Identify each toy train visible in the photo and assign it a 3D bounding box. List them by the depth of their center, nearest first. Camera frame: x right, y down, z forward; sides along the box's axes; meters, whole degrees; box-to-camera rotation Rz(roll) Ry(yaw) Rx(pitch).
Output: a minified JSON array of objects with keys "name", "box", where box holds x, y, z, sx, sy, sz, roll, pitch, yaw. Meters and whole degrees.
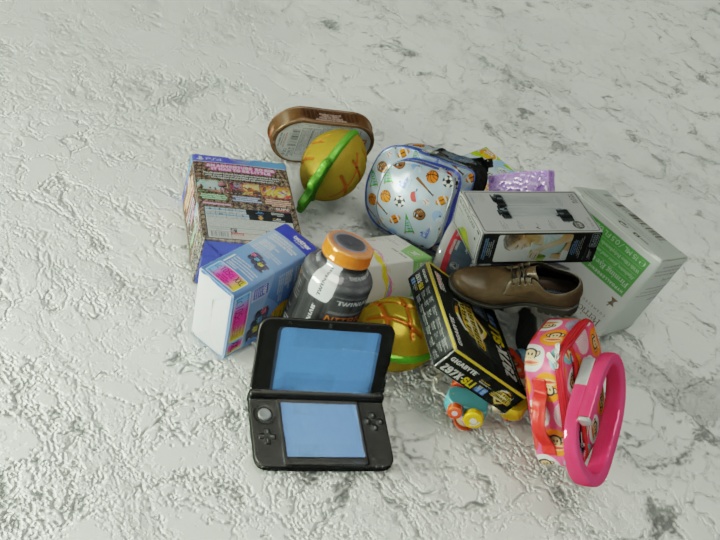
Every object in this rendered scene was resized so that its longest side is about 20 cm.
[{"name":"toy train","box":[0.189,0.182,1.439,0.199,0.056,0.150,-9,42,-30]}]

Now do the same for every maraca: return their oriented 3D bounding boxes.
[{"name":"maraca","box":[0.069,0.091,1.436,0.137,0.107,0.200,36,35,30]},{"name":"maraca","box":[-0.055,-0.172,1.615,0.107,0.137,0.200,31,37,4]}]

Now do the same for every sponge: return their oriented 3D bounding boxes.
[{"name":"sponge","box":[0.272,-0.065,1.572,0.111,0.201,0.030,-3,-1,32]}]

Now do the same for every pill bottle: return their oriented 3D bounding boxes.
[{"name":"pill bottle","box":[-0.048,0.042,1.348,0.106,0.200,0.106,18,28,-10]},{"name":"pill bottle","box":[0.226,0.000,1.506,0.199,0.120,0.120,23,40,16]}]

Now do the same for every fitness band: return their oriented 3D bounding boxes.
[{"name":"fitness band","box":[0.336,0.207,1.331,0.037,0.144,0.200,2,47,34]}]

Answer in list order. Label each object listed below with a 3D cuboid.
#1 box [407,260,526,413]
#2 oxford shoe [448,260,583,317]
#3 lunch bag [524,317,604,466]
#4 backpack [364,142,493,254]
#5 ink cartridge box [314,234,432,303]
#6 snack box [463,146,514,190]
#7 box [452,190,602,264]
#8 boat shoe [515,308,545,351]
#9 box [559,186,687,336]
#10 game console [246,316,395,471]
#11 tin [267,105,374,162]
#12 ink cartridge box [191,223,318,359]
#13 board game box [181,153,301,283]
[{"name":"box","box":[0.156,0.097,1.390,0.160,0.049,0.200,37,24,-31]},{"name":"oxford shoe","box":[0.230,0.013,1.391,0.199,0.085,0.073,4,57,1]},{"name":"lunch bag","box":[0.293,0.181,1.374,0.082,0.201,0.176,1,21,33]},{"name":"backpack","box":[0.102,-0.129,1.623,0.190,0.201,0.154,25,15,26]},{"name":"ink cartridge box","box":[0.000,0.000,1.499,0.199,0.068,0.117,-8,25,-31]},{"name":"snack box","box":[0.224,-0.141,1.777,0.200,0.068,0.169,-23,58,-42]},{"name":"box","box":[0.255,-0.068,1.453,0.199,0.060,0.117,-1,38,-17]},{"name":"boat shoe","box":[0.302,0.083,1.576,0.065,0.075,0.202,20,33,-6]},{"name":"box","box":[0.414,-0.018,1.617,0.199,0.172,0.200,44,24,22]},{"name":"game console","box":[-0.045,0.171,1.284,0.199,0.117,0.176,5,48,-19]},{"name":"tin","box":[-0.070,-0.242,1.717,0.199,0.112,0.042,2,55,-21]},{"name":"ink cartridge box","box":[-0.143,0.022,1.375,0.076,0.137,0.200,38,46,22]},{"name":"board game box","box":[-0.192,-0.080,1.500,0.159,0.097,0.200,4,45,-21]}]
